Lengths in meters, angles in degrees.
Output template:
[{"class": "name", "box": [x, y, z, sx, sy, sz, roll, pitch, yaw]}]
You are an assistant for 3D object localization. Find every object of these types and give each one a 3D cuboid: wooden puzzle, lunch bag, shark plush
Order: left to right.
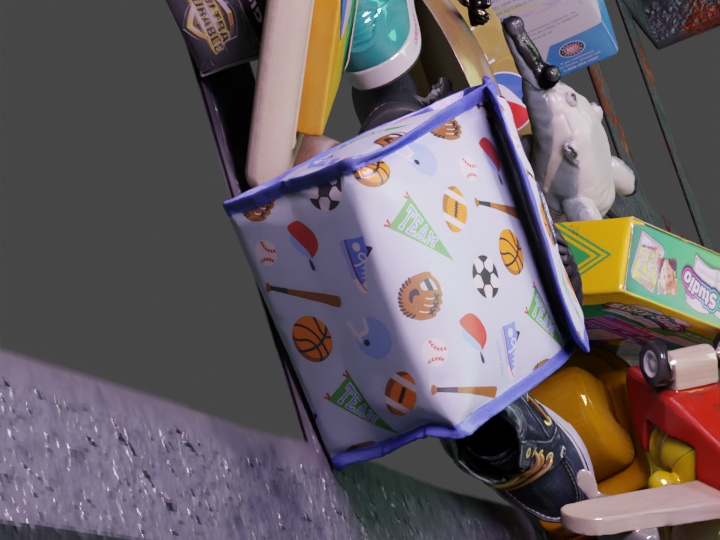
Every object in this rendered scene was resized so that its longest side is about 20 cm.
[{"class": "wooden puzzle", "box": [-0.019, -0.161, 1.363, 0.200, 0.037, 0.186, -65, 166, -63]}, {"class": "lunch bag", "box": [0.047, -0.007, 1.322, 0.200, 0.123, 0.171, -28, 100, -51]}, {"class": "shark plush", "box": [0.130, -0.086, 1.685, 0.200, 0.083, 0.091, 62, 39, -41]}]

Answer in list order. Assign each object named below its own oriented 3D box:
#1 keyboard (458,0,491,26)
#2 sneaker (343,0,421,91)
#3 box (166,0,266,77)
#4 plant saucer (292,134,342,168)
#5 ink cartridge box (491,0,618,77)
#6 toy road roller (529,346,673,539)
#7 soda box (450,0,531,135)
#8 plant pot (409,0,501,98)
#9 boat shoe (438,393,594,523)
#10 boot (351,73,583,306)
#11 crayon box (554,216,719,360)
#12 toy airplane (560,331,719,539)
[{"class": "keyboard", "box": [0.051, -0.219, 1.650, 0.127, 0.021, 0.200, 47, 2, 4]}, {"class": "sneaker", "box": [-0.021, -0.219, 1.578, 0.121, 0.083, 0.200, 58, 9, -35]}, {"class": "box", "box": [-0.091, -0.243, 1.363, 0.201, 0.049, 0.199, 64, 21, -21]}, {"class": "plant saucer", "box": [0.000, 0.000, 1.433, 0.201, 0.034, 0.201, 58, 18, -32]}, {"class": "ink cartridge box", "box": [0.108, -0.240, 1.930, 0.200, 0.144, 0.085, 51, 22, -49]}, {"class": "toy road roller", "box": [0.171, 0.151, 1.679, 0.146, 0.123, 0.201, 24, 44, -49]}, {"class": "soda box", "box": [0.095, -0.145, 1.798, 0.200, 0.068, 0.064, 58, -1, 18]}, {"class": "plant pot", "box": [0.067, -0.127, 1.696, 0.200, 0.027, 0.201, 157, -90, -79]}, {"class": "boat shoe", "box": [0.097, 0.120, 1.539, 0.200, 0.071, 0.091, 51, 17, -32]}, {"class": "boot", "box": [0.071, -0.054, 1.579, 0.200, 0.076, 0.168, 46, 12, -12]}, {"class": "crayon box", "box": [0.180, 0.016, 1.659, 0.200, 0.172, 0.059, 19, 72, -45]}, {"class": "toy airplane", "box": [0.249, 0.149, 1.562, 0.199, 0.199, 0.142, -53, 158, -54]}]
